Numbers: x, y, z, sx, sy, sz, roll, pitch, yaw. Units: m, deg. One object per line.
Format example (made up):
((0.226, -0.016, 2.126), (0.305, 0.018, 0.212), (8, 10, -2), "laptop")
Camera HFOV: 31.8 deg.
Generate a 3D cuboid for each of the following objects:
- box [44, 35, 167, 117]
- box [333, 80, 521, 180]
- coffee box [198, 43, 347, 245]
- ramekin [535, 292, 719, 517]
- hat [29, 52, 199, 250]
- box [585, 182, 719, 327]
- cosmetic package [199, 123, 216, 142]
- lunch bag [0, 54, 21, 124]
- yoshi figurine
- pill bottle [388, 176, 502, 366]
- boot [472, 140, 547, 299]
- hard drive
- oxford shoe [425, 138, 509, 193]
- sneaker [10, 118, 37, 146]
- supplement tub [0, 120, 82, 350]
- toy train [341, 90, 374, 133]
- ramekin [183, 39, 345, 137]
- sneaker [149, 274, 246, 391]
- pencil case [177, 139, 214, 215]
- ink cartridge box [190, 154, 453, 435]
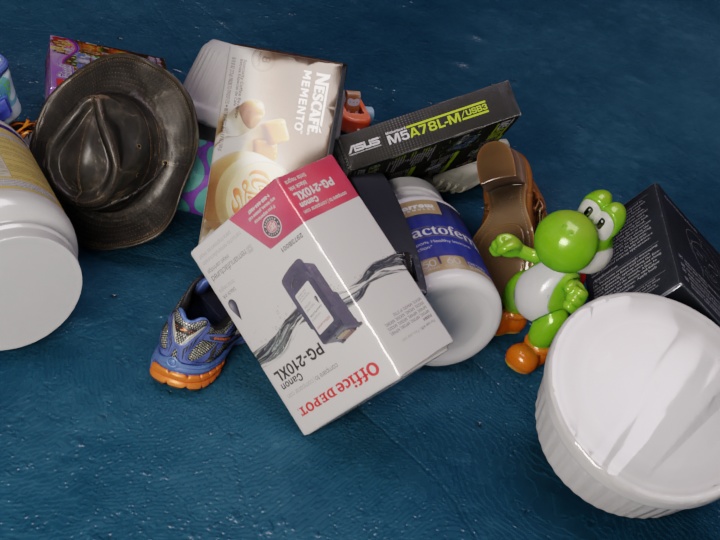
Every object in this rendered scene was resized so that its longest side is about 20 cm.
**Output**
((-0.280, -0.205, 1.411), (0.137, 0.039, 0.200), (9, 23, -18), "box")
((0.060, -0.133, 1.382), (0.193, 0.200, 0.048), (-22, 84, -8), "box")
((-0.084, -0.114, 1.246), (0.114, 0.200, 0.080), (11, 9, 2), "coffee box")
((0.251, 0.129, 1.140), (0.202, 0.094, 0.203), (6, 58, -9), "ramekin")
((-0.260, -0.121, 1.245), (0.200, 0.201, 0.081), (27, 5, 16), "hat")
((0.319, 0.032, 1.311), (0.148, 0.107, 0.200), (43, 27, -21), "box")
((-0.217, -0.140, 1.435), (0.200, 0.051, 0.083), (18, 28, 2), "cosmetic package")
((-0.450, -0.154, 1.277), (0.161, 0.083, 0.200), (10, 41, 22), "lunch bag")
((0.183, 0.005, 1.248), (0.112, 0.200, 0.112), (25, 33, -6), "yoshi figurine")
((0.065, -0.005, 1.302), (0.116, 0.116, 0.200), (4, 35, -18), "pill bottle")
((0.171, -0.036, 1.427), (0.077, 0.200, 0.155), (-12, -15, 18), "boot")
((0.000, 0.000, 1.244), (0.042, 0.135, 0.200), (18, 31, -25), "hard drive")
((0.101, -0.120, 1.541), (0.200, 0.058, 0.075), (-12, 6, -29), "oxford shoe")
((-0.339, -0.130, 1.347), (0.200, 0.077, 0.078), (16, 35, 2), "sneaker")
((-0.342, -0.037, 1.144), (0.145, 0.146, 0.200), (-6, 39, -31), "supplement tub")
((0.056, -0.190, 1.626), (0.200, 0.056, 0.150), (4, 35, -18), "toy train")
((-0.110, -0.198, 1.459), (0.202, 0.094, 0.202), (17, 7, -2), "ramekin")
((-0.129, 0.033, 1.194), (0.075, 0.078, 0.200), (20, 33, 5), "sneaker")
((-0.140, -0.088, 1.345), (0.200, 0.092, 0.085), (14, 64, -20), "pencil case")
((-0.036, 0.024, 1.117), (0.084, 0.145, 0.200), (-28, 84, -47), "ink cartridge box")
